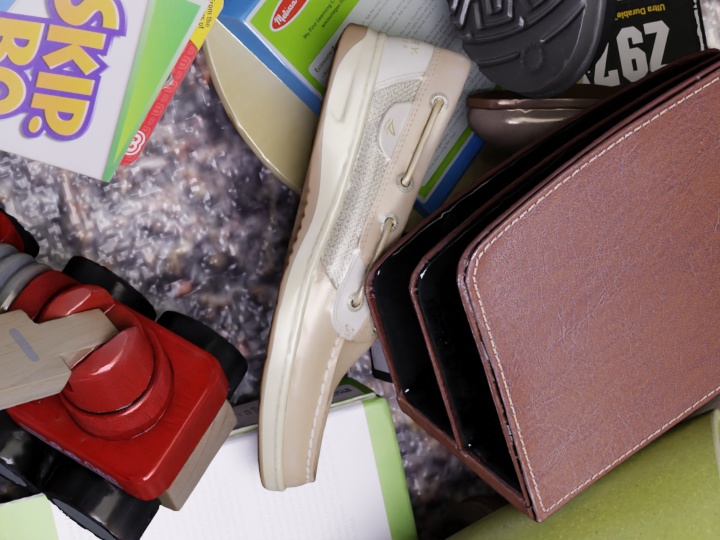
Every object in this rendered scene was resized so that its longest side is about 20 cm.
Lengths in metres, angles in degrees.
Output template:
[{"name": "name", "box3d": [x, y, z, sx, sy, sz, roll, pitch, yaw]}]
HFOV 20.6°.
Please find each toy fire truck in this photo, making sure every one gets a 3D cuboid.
[{"name": "toy fire truck", "box3d": [-0.153, 0.024, 0.777, 0.175, 0.200, 0.129, 29, 72, 16]}]

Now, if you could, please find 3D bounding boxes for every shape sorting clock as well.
[{"name": "shape sorting clock", "box3d": [0.017, -0.117, 0.907, 0.198, 0.039, 0.202, 3, 85, -29]}]

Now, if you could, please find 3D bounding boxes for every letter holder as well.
[{"name": "letter holder", "box3d": [0.104, -0.024, 0.799, 0.199, 0.100, 0.143, -33, 129, -18]}]

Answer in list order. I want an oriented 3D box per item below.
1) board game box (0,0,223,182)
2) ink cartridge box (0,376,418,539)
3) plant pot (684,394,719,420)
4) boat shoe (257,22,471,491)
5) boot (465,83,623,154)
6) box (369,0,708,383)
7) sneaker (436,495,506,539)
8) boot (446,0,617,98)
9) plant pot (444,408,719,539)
[{"name": "board game box", "box3d": [-0.152, -0.099, 0.800, 0.199, 0.030, 0.096, 15, 117, -39]}, {"name": "ink cartridge box", "box3d": [-0.074, 0.146, 0.911, 0.198, 0.076, 0.149, -14, 98, -12]}, {"name": "plant pot", "box3d": [0.211, 0.127, 0.971, 0.133, 0.200, 0.203, -2, 93, -10]}, {"name": "boat shoe", "box3d": [0.000, 0.000, 0.841, 0.064, 0.072, 0.202, 13, 93, -2]}, {"name": "boot", "box3d": [0.126, -0.012, 0.923, 0.198, 0.070, 0.148, -4, 105, -33]}, {"name": "box", "box3d": [0.087, -0.045, 0.982, 0.198, 0.049, 0.162, -13, 95, -21]}, {"name": "sneaker", "box3d": [0.111, 0.178, 1.001, 0.076, 0.070, 0.201, -47, 114, -31]}, {"name": "boot", "box3d": [0.114, -0.164, 0.903, 0.157, 0.079, 0.213, 13, 61, -39]}, {"name": "plant pot", "box3d": [0.078, 0.174, 0.828, 0.198, 0.187, 0.189, -16, 100, 13]}]
